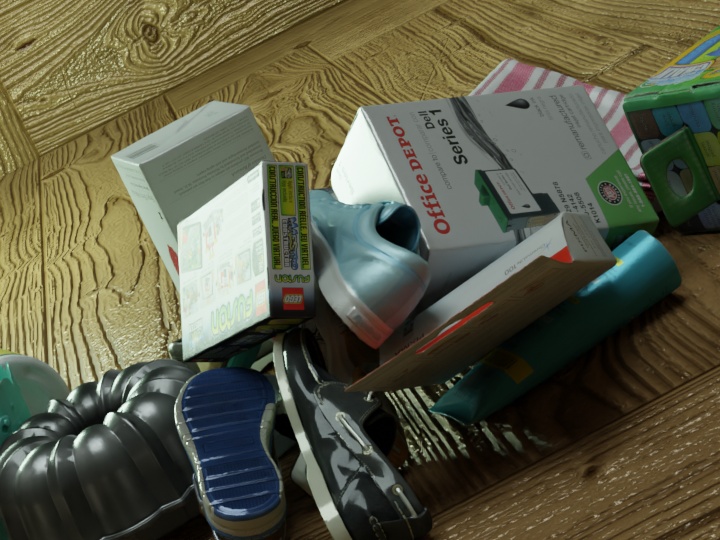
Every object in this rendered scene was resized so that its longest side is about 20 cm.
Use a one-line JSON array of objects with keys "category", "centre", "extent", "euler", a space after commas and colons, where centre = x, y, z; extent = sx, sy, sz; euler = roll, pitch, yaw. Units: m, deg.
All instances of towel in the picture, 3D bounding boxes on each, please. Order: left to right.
[{"category": "towel", "centre": [0.181, -0.123, 1.570], "extent": [0.199, 0.030, 0.146], "euler": [19, 35, 18]}]

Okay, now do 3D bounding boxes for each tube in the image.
[{"category": "tube", "centre": [0.140, 0.048, 1.350], "extent": [0.200, 0.051, 0.077], "euler": [-36, 8, -12]}]

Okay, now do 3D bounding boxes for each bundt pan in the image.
[{"category": "bundt pan", "centre": [-0.191, 0.133, 1.412], "extent": [0.201, 0.076, 0.202], "euler": [-23, 17, 8]}]

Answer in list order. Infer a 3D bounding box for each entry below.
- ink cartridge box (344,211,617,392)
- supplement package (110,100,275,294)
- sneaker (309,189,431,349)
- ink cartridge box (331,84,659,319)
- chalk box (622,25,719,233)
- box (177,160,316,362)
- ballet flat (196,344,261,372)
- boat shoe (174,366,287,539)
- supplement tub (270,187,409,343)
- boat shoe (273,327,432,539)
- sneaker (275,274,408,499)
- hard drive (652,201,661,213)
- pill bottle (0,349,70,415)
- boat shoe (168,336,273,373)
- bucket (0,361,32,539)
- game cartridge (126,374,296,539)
[{"category": "ink cartridge box", "centre": [0.076, 0.020, 1.257], "extent": [0.160, 0.047, 0.200], "euler": [-35, -13, 17]}, {"category": "supplement package", "centre": [-0.129, -0.042, 1.764], "extent": [0.119, 0.201, 0.121], "euler": [-30, 16, -15]}, {"category": "sneaker", "centre": [0.008, -0.018, 1.323], "extent": [0.082, 0.074, 0.200], "euler": [-41, 31, 6]}, {"category": "ink cartridge box", "centre": [0.098, -0.054, 1.405], "extent": [0.199, 0.147, 0.085], "euler": [-8, -35, -26]}, {"category": "chalk box", "centre": [0.297, -0.110, 1.449], "extent": [0.200, 0.125, 0.124], "euler": [-37, 19, -31]}, {"category": "box", "centre": [-0.086, -0.002, 1.361], "extent": [0.035, 0.111, 0.200], "euler": [1, -11, -23]}, {"category": "ballet flat", "centre": [-0.092, 0.020, 1.474], "extent": [0.069, 0.063, 0.200], "euler": [-28, -18, -42]}, {"category": "boat shoe", "centre": [-0.090, 0.140, 1.305], "extent": [0.072, 0.073, 0.200], "euler": [-6, 29, -3]}, {"category": "supplement tub", "centre": [0.000, 0.000, 1.537], "extent": [0.140, 0.141, 0.200], "euler": [-35, 18, -28]}, {"category": "boat shoe", "centre": [-0.008, 0.109, 1.243], "extent": [0.067, 0.072, 0.200], "euler": [-28, 44, 3]}, {"category": "sneaker", "centre": [-0.032, 0.078, 1.363], "extent": [0.087, 0.076, 0.200], "euler": [-31, 40, 14]}, {"category": "hard drive", "centre": [0.189, -0.043, 1.586], "extent": [0.200, 0.027, 0.132], "euler": [-35, 17, -28]}, {"category": "pill bottle", "centre": [-0.349, 0.126, 1.744], "extent": [0.111, 0.112, 0.200], "euler": [-33, 16, -23]}, {"category": "boat shoe", "centre": [-0.080, 0.043, 1.674], "extent": [0.201, 0.061, 0.072], "euler": [-33, 17, -23]}, {"category": "bucket", "centre": [-0.343, 0.178, 1.524], "extent": [0.206, 0.135, 0.207], "euler": [-25, 15, 7]}, {"category": "game cartridge", "centre": [-0.122, 0.143, 1.472], "extent": [0.200, 0.041, 0.133], "euler": [-35, 22, -28]}]
